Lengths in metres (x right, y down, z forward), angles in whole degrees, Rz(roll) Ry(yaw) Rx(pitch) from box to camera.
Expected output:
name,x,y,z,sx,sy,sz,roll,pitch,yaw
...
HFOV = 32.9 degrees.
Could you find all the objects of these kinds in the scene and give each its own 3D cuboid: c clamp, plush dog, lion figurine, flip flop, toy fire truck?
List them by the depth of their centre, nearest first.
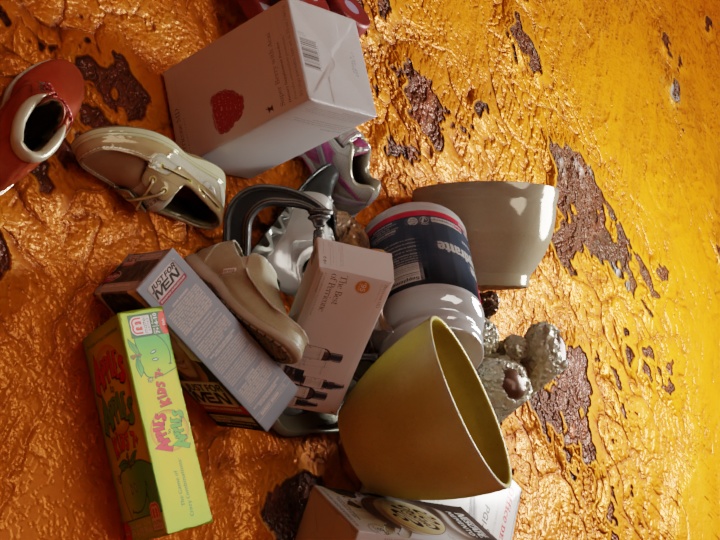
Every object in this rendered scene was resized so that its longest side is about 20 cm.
name,x,y,z,sx,sy,sz,roll,pitch,yaw
c clamp,-0.071,0.004,1.338,0.027,0.170,0.202,-131,-142,-84
flip flop,-0.031,0.144,1.390,0.199,0.057,0.082,-2,70,-50
lion figurine,0.000,0.000,1.427,0.072,0.200,0.123,15,92,-33
toy fire truck,-0.093,-0.338,1.536,0.199,0.112,0.169,2,52,-53
plush dog,0.151,0.115,1.602,0.172,0.161,0.200,51,39,9

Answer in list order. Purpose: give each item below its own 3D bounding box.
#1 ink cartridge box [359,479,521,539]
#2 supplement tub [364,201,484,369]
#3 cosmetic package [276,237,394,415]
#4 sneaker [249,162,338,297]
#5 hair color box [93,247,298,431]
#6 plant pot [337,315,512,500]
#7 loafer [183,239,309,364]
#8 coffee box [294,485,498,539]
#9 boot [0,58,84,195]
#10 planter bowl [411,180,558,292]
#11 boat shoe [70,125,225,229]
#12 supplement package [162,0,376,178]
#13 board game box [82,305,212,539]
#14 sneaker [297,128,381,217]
name,x,y,z,sx,sy,sz,roll,pitch,yaw
ink cartridge box,0.101,0.274,1.474,0.200,0.084,0.146,48,40,-28
supplement tub,0.075,0.029,1.491,0.140,0.140,0.201,33,35,-38
cosmetic package,-0.034,0.063,1.275,0.082,0.201,0.051,10,38,-15
sneaker,-0.061,-0.043,1.422,0.088,0.074,0.200,35,51,-4
hair color box,-0.163,0.071,1.212,0.200,0.099,0.061,51,61,-23
plant pot,0.060,0.170,1.325,0.201,0.141,0.200,58,14,-23
loafer,-0.111,0.022,1.246,0.068,0.200,0.076,-41,138,-11
coffee box,0.044,0.299,1.303,0.199,0.113,0.080,15,98,-31
boot,-0.299,-0.148,1.155,0.075,0.107,0.201,47,39,-23
planter bowl,0.169,-0.041,1.652,0.200,0.199,0.136,5,84,-51
boat shoe,-0.212,-0.093,1.266,0.199,0.074,0.067,17,53,-47
supplement package,-0.103,-0.196,1.352,0.119,0.199,0.122,4,68,-52
board game box,-0.199,0.145,1.127,0.047,0.101,0.201,-9,78,-33
sneaker,-0.034,-0.158,1.516,0.201,0.088,0.081,63,31,-8
